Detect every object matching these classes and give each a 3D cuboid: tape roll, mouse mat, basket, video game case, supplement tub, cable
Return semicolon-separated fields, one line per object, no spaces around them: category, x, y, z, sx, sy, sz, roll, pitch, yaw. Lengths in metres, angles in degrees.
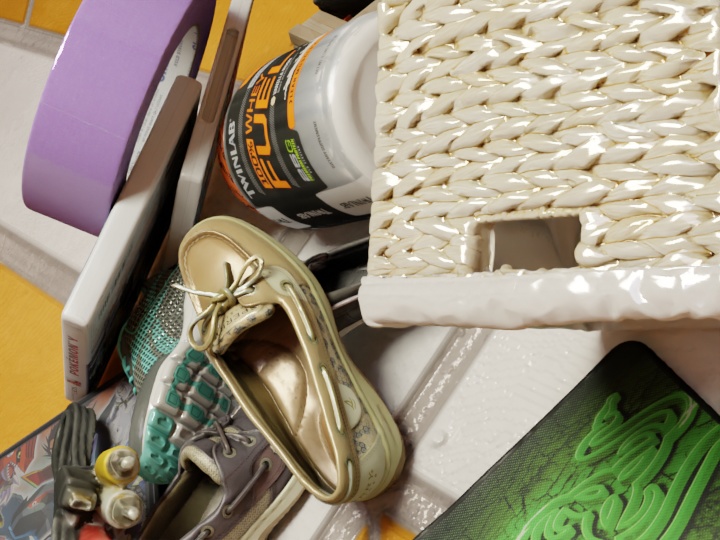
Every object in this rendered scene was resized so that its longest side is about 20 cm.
tape roll;-0.169;-0.124;0.946;0.200;0.066;0.200;-157;90;-87
mouse mat;0.107;0.141;0.664;0.200;0.008;0.161;-44;38;4
basket;0.134;-0.050;0.611;0.198;0.200;0.161;-3;84;44
video game case;-0.212;0.177;0.928;0.200;0.025;0.181;-34;40;19
supplement tub;-0.013;-0.091;0.866;0.200;0.122;0.123;-9;50;61
video game case;-0.116;-0.102;1.009;0.143;0.017;0.200;112;170;-53
video game case;-0.168;-0.017;0.967;0.182;0.023;0.200;116;175;-65
cable;-0.174;0.145;0.855;0.200;0.050;0.097;-162;87;-75

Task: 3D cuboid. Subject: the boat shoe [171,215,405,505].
boat shoe;-0.049;0.047;0.774;0.073;0.063;0.200;-46;70;20

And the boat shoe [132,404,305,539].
boat shoe;-0.081;0.126;0.811;0.072;0.065;0.200;13;66;52

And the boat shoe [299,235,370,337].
boat shoe;0.000;0.000;0.821;0.200;0.057;0.067;-17;33;19

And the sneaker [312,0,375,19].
sneaker;-0.004;-0.222;0.978;0.104;0.200;0.060;-7;88;10

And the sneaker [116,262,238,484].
sneaker;-0.128;0.066;0.905;0.091;0.078;0.200;-20;37;28

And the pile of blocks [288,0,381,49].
pile of blocks;0.029;-0.158;0.945;0.062;0.082;0.200;-42;25;-23
